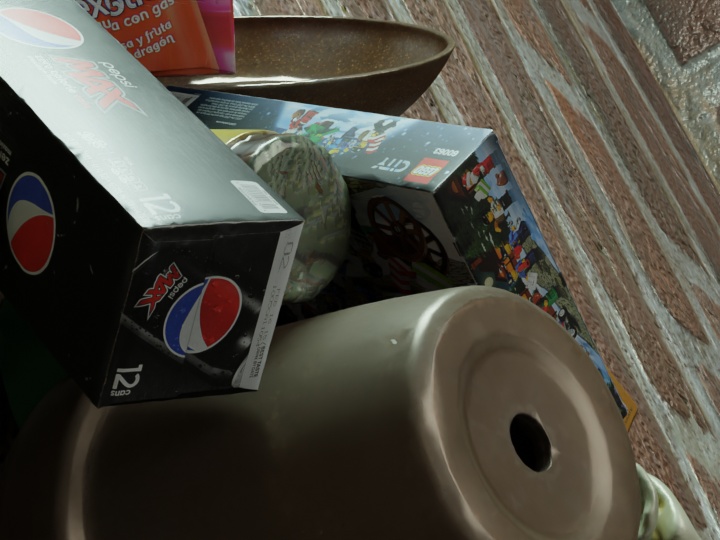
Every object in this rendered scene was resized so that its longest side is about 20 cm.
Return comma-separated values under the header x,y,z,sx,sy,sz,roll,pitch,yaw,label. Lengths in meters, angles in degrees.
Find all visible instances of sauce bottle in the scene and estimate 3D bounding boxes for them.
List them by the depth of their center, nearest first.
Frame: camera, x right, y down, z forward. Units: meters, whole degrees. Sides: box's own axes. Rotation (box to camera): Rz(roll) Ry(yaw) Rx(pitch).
x,y,z,sx,sy,sz,roll,pitch,yaw,label
-0.091,-0.024,0.885,0.064,0.199,0.065,-6,99,-44,sauce bottle

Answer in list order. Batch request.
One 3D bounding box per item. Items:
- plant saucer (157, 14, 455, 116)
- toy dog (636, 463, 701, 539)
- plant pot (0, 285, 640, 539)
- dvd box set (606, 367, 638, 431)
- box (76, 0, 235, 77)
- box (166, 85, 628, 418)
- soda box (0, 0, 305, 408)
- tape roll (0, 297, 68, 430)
x,y,z,sx,sy,sz,roll,pitch,yaw,label
-0.055,-0.085,1.068,0.200,0.199,0.037,-58,147,-73,plant saucer
0.098,0.155,1.225,0.193,0.140,0.200,22,-1,30,toy dog
0.001,0.090,0.818,0.200,0.174,0.201,28,48,-36,plant pot
0.055,0.024,1.305,0.146,0.030,0.200,13,-24,40,dvd box set
-0.112,-0.149,1.050,0.200,0.095,0.100,-122,-152,-74,box
0.000,0.000,0.917,0.199,0.038,0.137,12,-42,49,box
-0.101,-0.036,0.799,0.063,0.071,0.200,-4,33,-36,soda box
-0.070,0.074,0.985,0.201,0.048,0.201,51,16,-20,tape roll
